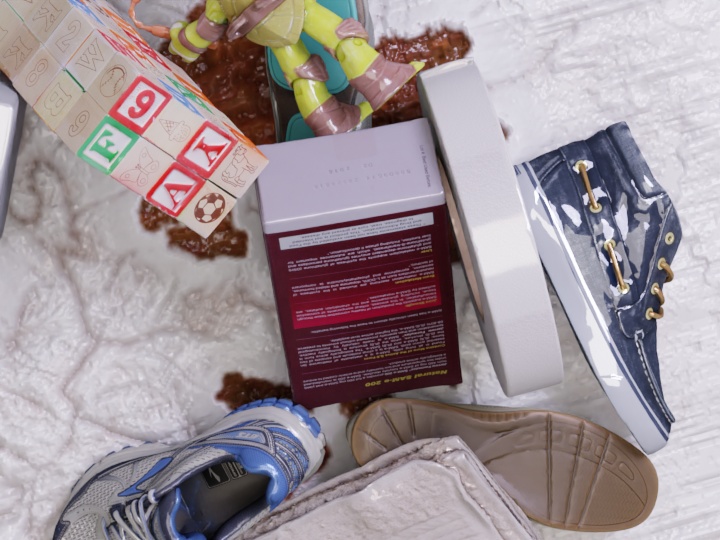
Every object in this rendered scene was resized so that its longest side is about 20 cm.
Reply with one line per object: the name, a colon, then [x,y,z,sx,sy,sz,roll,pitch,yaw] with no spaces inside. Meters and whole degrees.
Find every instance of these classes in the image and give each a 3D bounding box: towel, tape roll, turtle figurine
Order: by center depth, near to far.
turtle figurine: [-0.039,-0.157,1.558,0.200,0.064,0.161,-40,94,30]
tape roll: [0.076,-0.026,1.604,0.037,0.203,0.203,-16,103,0]
towel: [0.011,0.184,1.690,0.200,0.035,0.133,-27,119,24]

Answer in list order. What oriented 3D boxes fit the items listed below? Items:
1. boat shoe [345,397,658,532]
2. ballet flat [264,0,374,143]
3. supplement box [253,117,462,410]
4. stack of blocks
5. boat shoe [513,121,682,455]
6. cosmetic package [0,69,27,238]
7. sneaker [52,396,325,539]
boat shoe: [0.089,0.118,1.709,0.199,0.065,0.072,11,90,-7]
ballet flat: [-0.021,-0.108,1.646,0.067,0.064,0.200,10,113,20]
supplement box: [0.000,0.000,1.619,0.109,0.061,0.200,-9,144,-2]
stack of blocks: [-0.151,-0.113,1.570,0.059,0.200,0.115,-50,135,7]
boat shoe: [0.169,0.010,1.679,0.091,0.071,0.201,-26,96,2]
cosmetic package: [-0.301,-0.073,1.567,0.199,0.200,0.123,11,100,-6]
sneaker: [-0.118,0.146,1.673,0.200,0.085,0.077,-31,104,22]
